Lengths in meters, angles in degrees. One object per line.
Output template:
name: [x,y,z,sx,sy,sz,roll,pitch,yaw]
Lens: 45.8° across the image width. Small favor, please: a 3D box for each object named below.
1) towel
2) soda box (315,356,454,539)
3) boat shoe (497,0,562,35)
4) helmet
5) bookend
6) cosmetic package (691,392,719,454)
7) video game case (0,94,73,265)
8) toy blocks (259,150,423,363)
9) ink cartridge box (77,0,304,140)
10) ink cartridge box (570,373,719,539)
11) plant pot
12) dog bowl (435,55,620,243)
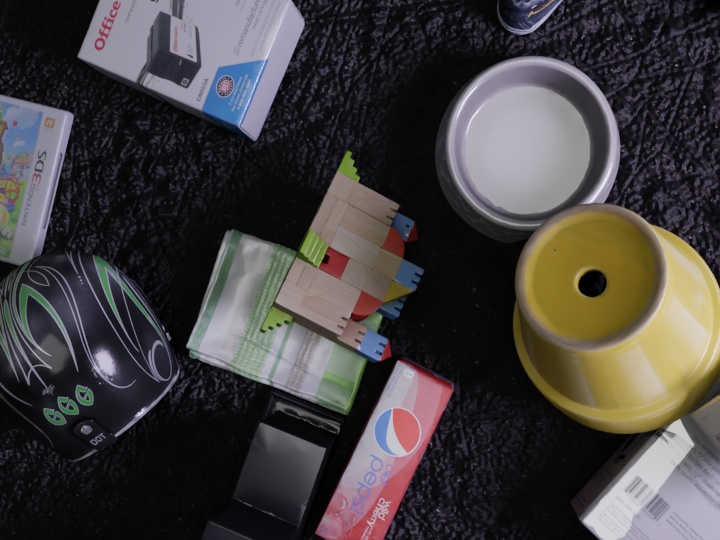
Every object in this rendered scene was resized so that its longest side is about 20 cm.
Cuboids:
towel: [-0.080,0.056,0.931,0.197,0.031,0.151,20,92,7]
soda box: [0.027,0.196,0.898,0.069,0.063,0.202,25,91,7]
boat shoe: [0.216,-0.336,0.872,0.071,0.091,0.201,37,93,6]
helmet: [-0.302,0.077,0.889,0.199,0.200,0.192,-34,102,5]
bookend: [-0.101,0.238,0.845,0.091,0.200,0.202,20,92,7]
cosmetic package: [0.407,0.117,0.776,0.198,0.074,0.102,-26,72,-30]
video game case: [-0.445,-0.115,0.986,0.197,0.022,0.185,14,90,8]
toy blocks: [0.000,0.000,0.886,0.135,0.100,0.202,26,75,-6]
ink cartridge box: [-0.182,-0.251,0.924,0.197,0.084,0.147,24,92,7]
ink cartridge box: [0.331,0.216,0.847,0.147,0.083,0.200,43,93,7]
plant pot: [0.226,0.035,0.781,0.198,0.189,0.204,-9,69,24]
dog bowl: [0.175,-0.128,0.889,0.196,0.059,0.204,0,88,8]
